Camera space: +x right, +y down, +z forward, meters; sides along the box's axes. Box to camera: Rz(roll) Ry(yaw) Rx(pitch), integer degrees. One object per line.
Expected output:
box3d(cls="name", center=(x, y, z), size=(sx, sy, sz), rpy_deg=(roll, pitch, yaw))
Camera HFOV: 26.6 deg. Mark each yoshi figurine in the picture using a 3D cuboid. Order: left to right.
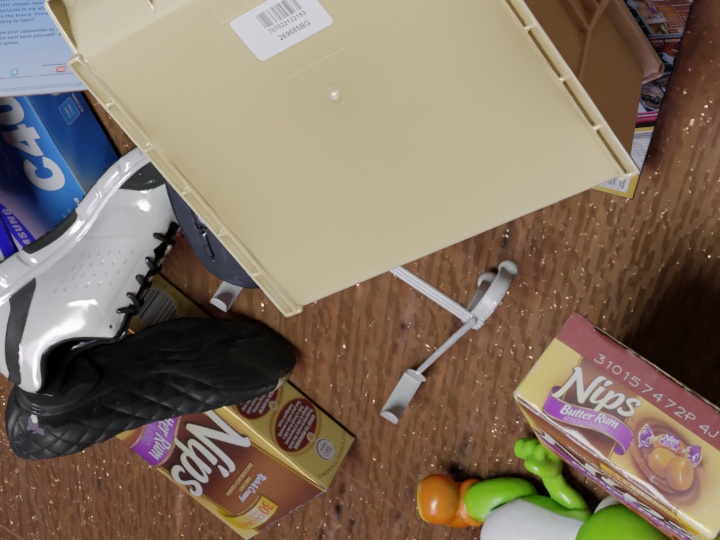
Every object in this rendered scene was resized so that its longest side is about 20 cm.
box3d(cls="yoshi figurine", center=(0.123, 0.172, 0.960), size=(0.200, 0.112, 0.113), rpy_deg=(-5, 124, 32))

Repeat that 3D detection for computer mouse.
box3d(cls="computer mouse", center=(-0.095, -0.054, 0.805), size=(0.059, 0.034, 0.200), rpy_deg=(7, 144, 39))

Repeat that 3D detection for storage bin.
box3d(cls="storage bin", center=(-0.003, -0.102, 0.685), size=(0.200, 0.094, 0.199), rpy_deg=(-22, 121, 31))

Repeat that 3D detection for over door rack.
box3d(cls="over door rack", center=(0.000, 0.000, 0.906), size=(0.148, 0.067, 0.200), rpy_deg=(34, 152, 0))

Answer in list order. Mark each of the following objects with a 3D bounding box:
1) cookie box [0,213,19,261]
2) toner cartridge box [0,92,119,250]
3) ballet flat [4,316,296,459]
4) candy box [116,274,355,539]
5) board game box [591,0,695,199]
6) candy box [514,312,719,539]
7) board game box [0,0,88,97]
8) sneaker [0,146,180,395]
box3d(cls="cookie box", center=(-0.304, -0.089, 0.913), size=(0.200, 0.075, 0.171), rpy_deg=(40, 156, 36))
box3d(cls="toner cartridge box", center=(-0.213, -0.083, 0.960), size=(0.095, 0.043, 0.200), rpy_deg=(-4, 127, 36))
box3d(cls="ballet flat", center=(-0.133, 0.073, 0.977), size=(0.066, 0.200, 0.057), rpy_deg=(58, 143, 32))
box3d(cls="candy box", center=(-0.116, 0.094, 1.067), size=(0.200, 0.056, 0.117), rpy_deg=(39, 138, -11))
box3d(cls="board game box", center=(0.055, -0.118, 0.752), size=(0.200, 0.035, 0.136), rpy_deg=(15, 137, 6))
box3d(cls="candy box", center=(0.150, 0.093, 0.808), size=(0.117, 0.056, 0.200), rpy_deg=(35, 174, 17))
box3d(cls="board game box", center=(-0.118, -0.135, 0.774), size=(0.200, 0.019, 0.103), rpy_deg=(-7, 143, -20))
box3d(cls="sneaker", center=(-0.144, -0.005, 0.907), size=(0.080, 0.200, 0.074), rpy_deg=(50, -173, 17))
